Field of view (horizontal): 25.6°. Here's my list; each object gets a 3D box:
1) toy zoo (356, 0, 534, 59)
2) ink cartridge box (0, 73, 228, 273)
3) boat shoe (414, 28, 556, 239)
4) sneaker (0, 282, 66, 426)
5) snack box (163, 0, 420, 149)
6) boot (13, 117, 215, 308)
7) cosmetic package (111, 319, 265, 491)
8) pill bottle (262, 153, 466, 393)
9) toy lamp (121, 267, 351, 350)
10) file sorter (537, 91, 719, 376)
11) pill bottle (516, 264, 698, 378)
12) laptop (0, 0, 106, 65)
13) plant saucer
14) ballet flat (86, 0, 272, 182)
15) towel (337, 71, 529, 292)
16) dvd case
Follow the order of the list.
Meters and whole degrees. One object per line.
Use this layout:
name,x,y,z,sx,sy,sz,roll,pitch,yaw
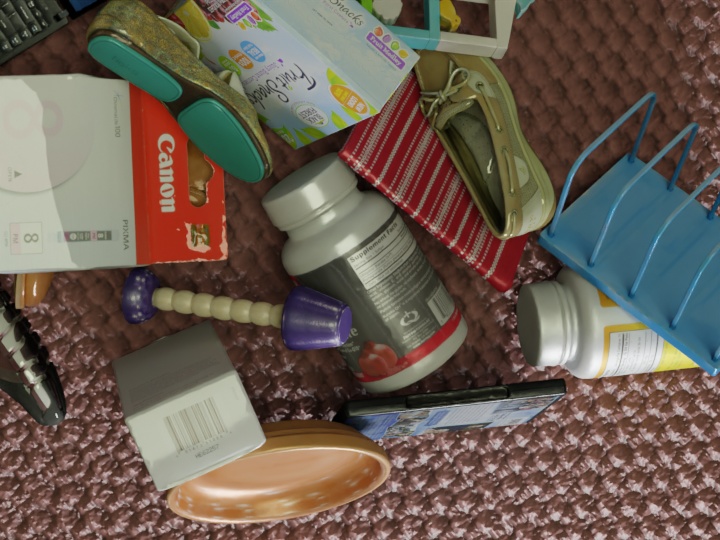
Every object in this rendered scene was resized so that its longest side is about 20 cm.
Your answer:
toy zoo,0.059,-0.254,1.397,0.200,0.020,0.131,5,65,-12
ink cartridge box,-0.211,-0.082,1.331,0.200,0.057,0.163,-3,91,-11
boat shoe,0.099,-0.121,1.393,0.063,0.073,0.201,-19,81,-46
sneaker,-0.349,0.069,1.389,0.116,0.076,0.200,-31,94,1
snack box,-0.066,-0.190,1.323,0.169,0.200,0.068,40,74,-15
boot,-0.216,-0.046,1.396,0.155,0.077,0.200,16,89,-17
cosmetic package,-0.151,0.111,1.361,0.102,0.200,0.074,-23,103,-6
pill bottle,0.000,0.000,1.410,0.111,0.111,0.200,-34,104,-4
toy lamp,-0.106,0.034,1.364,0.200,0.058,0.058,6,100,17
file sorter,0.284,-0.039,1.393,0.200,0.123,0.139,39,61,18
pill bottle,0.251,0.041,1.474,0.200,0.109,0.109,-5,101,-10
laptop,-0.314,-0.261,1.304,0.200,0.103,0.177,-31,103,4
plant saucer,-0.075,0.177,1.410,0.200,0.200,0.037,-6,65,-10
ballet flat,-0.140,-0.156,1.329,0.200,0.071,0.071,40,91,-25
towel,0.077,-0.084,1.420,0.200,0.022,0.145,39,46,-15
dvd case,0.074,0.129,1.442,0.200,0.143,0.018,-5,75,-10
